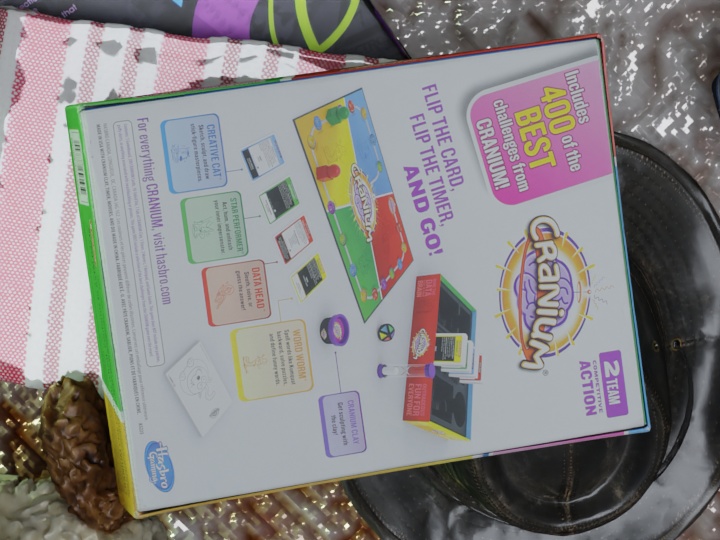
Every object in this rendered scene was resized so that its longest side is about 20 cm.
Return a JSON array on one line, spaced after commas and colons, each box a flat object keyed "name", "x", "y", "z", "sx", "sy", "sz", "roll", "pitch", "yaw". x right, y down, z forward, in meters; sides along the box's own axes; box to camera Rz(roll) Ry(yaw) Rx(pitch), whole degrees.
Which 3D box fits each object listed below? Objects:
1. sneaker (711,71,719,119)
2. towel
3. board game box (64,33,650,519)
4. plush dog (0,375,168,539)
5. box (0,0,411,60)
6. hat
[{"name": "sneaker", "x": 0.176, "y": -0.066, "z": 1.133, "sx": 0.085, "sy": 0.200, "sz": 0.077, "roll": -6, "pitch": 66, "yaw": 10}, {"name": "towel", "x": -0.052, "y": -0.017, "z": 1.149, "sx": 0.199, "sy": 0.030, "sz": 0.147, "roll": 9, "pitch": 92, "yaw": -2}, {"name": "board game box", "x": 0.000, "y": 0.000, "z": 1.107, "sx": 0.199, "sy": 0.040, "sz": 0.153, "roll": -8, "pitch": 95, "yaw": -12}, {"name": "plush dog", "x": -0.151, "y": 0.129, "z": 1.142, "sx": 0.171, "sy": 0.200, "sz": 0.161, "roll": -18, "pitch": 61, "yaw": -27}, {"name": "box", "x": -0.091, "y": -0.117, "z": 1.165, "sx": 0.143, "sy": 0.036, "sz": 0.200, "roll": -35, "pitch": 102, "yaw": 3}, {"name": "hat", "x": 0.073, "y": 0.044, "z": 1.192, "sx": 0.200, "sy": 0.081, "sz": 0.201, "roll": -1, "pitch": 102, "yaw": -4}]
